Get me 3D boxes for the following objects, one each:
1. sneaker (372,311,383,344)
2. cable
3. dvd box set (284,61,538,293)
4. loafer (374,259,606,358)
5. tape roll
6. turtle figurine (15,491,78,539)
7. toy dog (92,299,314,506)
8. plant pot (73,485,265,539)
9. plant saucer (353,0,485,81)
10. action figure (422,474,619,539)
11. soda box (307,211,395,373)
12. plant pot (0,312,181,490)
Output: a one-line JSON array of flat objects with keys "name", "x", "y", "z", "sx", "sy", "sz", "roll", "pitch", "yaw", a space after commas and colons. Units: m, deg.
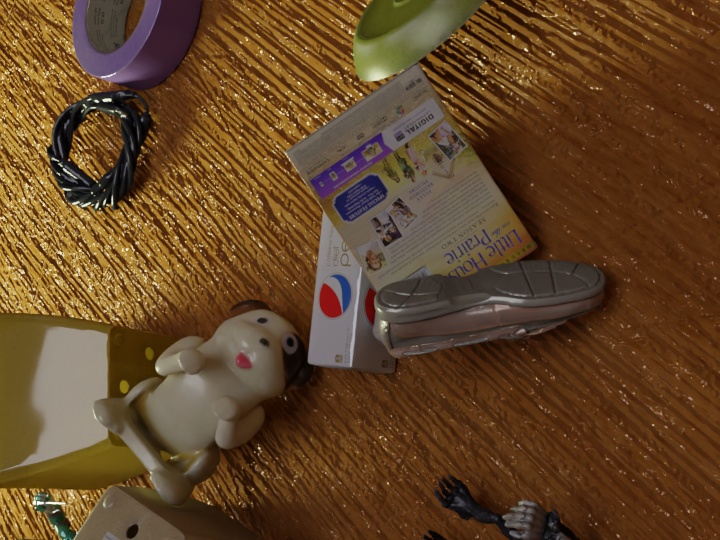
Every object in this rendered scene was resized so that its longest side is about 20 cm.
[{"name": "sneaker", "x": 0.032, "y": -0.030, "z": 1.030, "sx": 0.078, "sy": 0.099, "sz": 0.201, "roll": -177, "pitch": 102, "yaw": -69}, {"name": "cable", "x": -0.356, "y": -0.161, "z": 1.458, "sx": 0.199, "sy": 0.051, "sz": 0.164, "roll": 3, "pitch": 89, "yaw": 40}, {"name": "dvd box set", "x": 0.046, "y": -0.064, "z": 0.975, "sx": 0.146, "sy": 0.029, "sz": 0.200, "roll": -34, "pitch": 93, "yaw": 3}, {"name": "loafer", "x": 0.113, "y": 0.036, "z": 0.941, "sx": 0.199, "sy": 0.072, "sz": 0.063, "roll": -6, "pitch": 119, "yaw": 5}, {"name": "tape roll", "x": -0.297, "y": -0.344, "z": 1.422, "sx": 0.200, "sy": 0.065, "sz": 0.201, "roll": -10, "pitch": 74, "yaw": 41}, {"name": "turtle figurine", "x": -0.378, "y": 0.361, "z": 1.335, "sx": 0.200, "sy": 0.100, "sz": 0.150, "roll": -38, "pitch": 42, "yaw": 49}, {"name": "toy dog", "x": -0.142, "y": 0.129, "z": 1.139, "sx": 0.200, "sy": 0.194, "sz": 0.140, "roll": -43, "pitch": 72, "yaw": 9}, {"name": "plant pot", "x": -0.198, "y": 0.329, "z": 1.080, "sx": 0.199, "sy": 0.177, "sz": 0.200, "roll": 19, "pitch": 72, "yaw": 43}, {"name": "plant saucer", "x": 0.061, "y": -0.265, "z": 1.034, "sx": 0.200, "sy": 0.031, "sz": 0.200, "roll": -36, "pitch": 28, "yaw": 22}, {"name": "action figure", "x": 0.133, "y": 0.250, "z": 0.893, "sx": 0.200, "sy": 0.102, "sz": 0.119, "roll": 19, "pitch": 83, "yaw": 44}, {"name": "soda box", "x": 0.000, "y": 0.000, "z": 1.082, "sx": 0.063, "sy": 0.068, "sz": 0.201, "roll": 0, "pitch": 81, "yaw": 42}, {"name": "plant pot", "x": -0.313, "y": 0.149, "z": 1.266, "sx": 0.176, "sy": 0.200, "sz": 0.201, "roll": -11, "pitch": 74, "yaw": 28}]
